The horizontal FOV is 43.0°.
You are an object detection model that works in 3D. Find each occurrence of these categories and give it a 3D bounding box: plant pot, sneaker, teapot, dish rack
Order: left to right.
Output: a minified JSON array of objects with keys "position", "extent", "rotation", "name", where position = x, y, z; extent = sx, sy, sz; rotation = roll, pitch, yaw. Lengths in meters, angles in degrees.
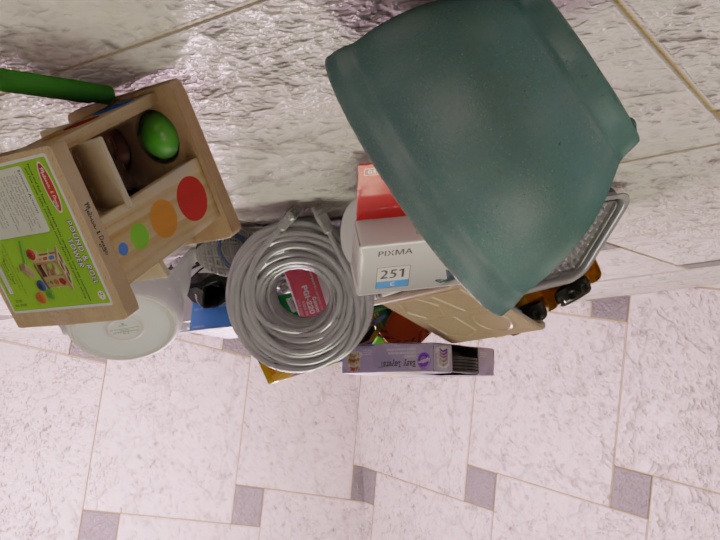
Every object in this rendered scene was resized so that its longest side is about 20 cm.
[{"position":[-0.375,0.036,1.433],"extent":[0.199,0.147,0.197],"rotation":[23,128,-37],"name":"teapot"},{"position":[-0.267,0.023,1.516],"extent":[0.198,0.091,0.067],"rotation":[-11,141,29],"name":"sneaker"},{"position":[-0.139,-0.030,1.320],"extent":[0.197,0.076,0.087],"rotation":[-5,178,7],"name":"sneaker"},{"position":[0.089,-0.093,0.580],"extent":[0.133,0.202,0.200],"rotation":[-34,165,14],"name":"plant pot"},{"position":[0.256,-0.042,1.234],"extent":[0.198,0.044,0.173],"rotation":[-10,139,-32],"name":"dish rack"}]

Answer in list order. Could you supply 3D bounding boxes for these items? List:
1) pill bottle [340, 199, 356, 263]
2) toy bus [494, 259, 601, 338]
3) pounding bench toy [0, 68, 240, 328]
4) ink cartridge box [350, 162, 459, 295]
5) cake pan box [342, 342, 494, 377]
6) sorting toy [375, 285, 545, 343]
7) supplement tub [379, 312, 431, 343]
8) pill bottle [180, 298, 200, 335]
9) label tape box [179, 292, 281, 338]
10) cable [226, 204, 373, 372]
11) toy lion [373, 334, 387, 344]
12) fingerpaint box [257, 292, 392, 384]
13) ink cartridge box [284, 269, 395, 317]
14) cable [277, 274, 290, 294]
[{"position":[0.078,-0.046,1.154],"extent":[0.198,0.113,0.110],"rotation":[1,171,-35],"name":"pill bottle"},{"position":[0.273,0.025,1.494],"extent":[0.198,0.137,0.192],"rotation":[-29,166,-2],"name":"toy bus"},{"position":[-0.201,-0.087,0.671],"extent":[0.123,0.202,0.156],"rotation":[-6,-156,34],"name":"pounding bench toy"},{"position":[0.091,-0.050,1.017],"extent":[0.197,0.045,0.177],"rotation":[-7,142,-7],"name":"ink cartridge box"},{"position":[0.099,0.149,1.506],"extent":[0.198,0.053,0.183],"rotation":[-7,171,38],"name":"cake pan box"},{"position":[0.142,0.055,1.332],"extent":[0.199,0.037,0.184],"rotation":[25,155,-34],"name":"sorting toy"},{"position":[0.081,0.055,1.643],"extent":[0.121,0.124,0.200],"rotation":[-5,-161,5],"name":"supplement tub"},{"position":[-0.326,0.066,1.792],"extent":[0.109,0.113,0.200],"rotation":[-4,173,-1],"name":"pill bottle"},{"position":[-0.206,0.074,1.562],"extent":[0.142,0.064,0.200],"rotation":[-7,171,12],"name":"label tape box"},{"position":[-0.080,0.031,1.217],"extent":[0.199,0.201,0.069],"rotation":[-35,-170,10],"name":"cable"},{"position":[0.017,0.091,1.721],"extent":[0.069,0.191,0.200],"rotation":[-50,179,20],"name":"toy lion"},{"position":[-0.059,0.093,1.499],"extent":[0.198,0.074,0.167],"rotation":[-14,151,-31],"name":"fingerpaint box"},{"position":[0.000,0.000,1.330],"extent":[0.197,0.086,0.146],"rotation":[-20,-175,3],"name":"ink cartridge box"},{"position":[-0.052,-0.004,1.584],"extent":[0.197,0.070,0.200],"rotation":[-4,173,-8],"name":"cable"}]
